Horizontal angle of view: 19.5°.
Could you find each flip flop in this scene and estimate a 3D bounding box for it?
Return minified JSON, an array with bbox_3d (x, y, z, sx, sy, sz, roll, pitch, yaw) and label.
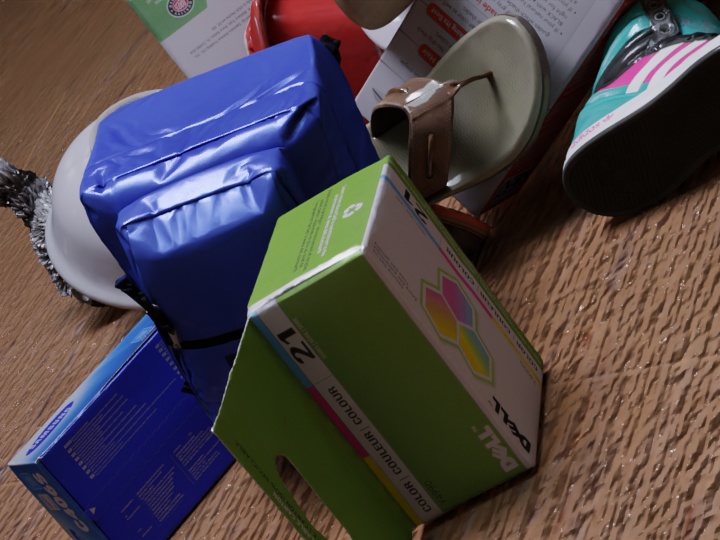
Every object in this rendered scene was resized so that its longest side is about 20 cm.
[{"bbox_3d":[0.030,-0.078,1.244,0.200,0.081,0.058,-32,-16,27],"label":"flip flop"}]

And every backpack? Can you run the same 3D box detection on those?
[{"bbox_3d":[-0.056,0.002,1.187,0.162,0.200,0.168,-17,31,16],"label":"backpack"}]

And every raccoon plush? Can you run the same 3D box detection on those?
[{"bbox_3d":[-0.226,-0.049,1.658,0.134,0.200,0.097,123,168,-59],"label":"raccoon plush"}]

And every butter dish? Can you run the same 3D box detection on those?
[{"bbox_3d":[0.008,-0.145,1.512,0.147,0.200,0.200,-10,25,10],"label":"butter dish"}]

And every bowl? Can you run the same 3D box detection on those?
[{"bbox_3d":[-0.145,-0.071,1.559,0.201,0.090,0.201,-5,43,4],"label":"bowl"}]

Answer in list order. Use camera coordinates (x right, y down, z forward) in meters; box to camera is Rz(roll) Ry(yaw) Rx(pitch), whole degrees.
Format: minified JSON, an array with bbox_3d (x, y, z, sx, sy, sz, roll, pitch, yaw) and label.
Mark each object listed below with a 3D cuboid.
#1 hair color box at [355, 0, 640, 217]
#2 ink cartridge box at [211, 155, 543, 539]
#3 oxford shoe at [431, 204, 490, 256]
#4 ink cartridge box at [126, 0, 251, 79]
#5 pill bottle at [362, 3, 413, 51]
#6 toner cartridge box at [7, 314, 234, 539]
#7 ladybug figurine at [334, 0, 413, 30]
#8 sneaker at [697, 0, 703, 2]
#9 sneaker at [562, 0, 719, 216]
[{"bbox_3d":[0.092,-0.145,1.270,0.064,0.111,0.200,-28,-23,-55],"label":"hair color box"},{"bbox_3d":[0.015,0.059,1.002,0.076,0.148,0.200,-30,21,21],"label":"ink cartridge box"},{"bbox_3d":[0.000,0.000,1.337,0.200,0.071,0.073,-10,67,43],"label":"oxford shoe"},{"bbox_3d":[-0.067,-0.189,1.671,0.145,0.200,0.088,-36,15,10],"label":"ink cartridge box"},{"bbox_3d":[0.093,-0.206,1.445,0.111,0.111,0.200,-22,-7,41],"label":"pill bottle"},{"bbox_3d":[-0.114,0.081,1.281,0.200,0.095,0.043,-49,20,-29],"label":"toner cartridge box"},{"bbox_3d":[0.003,-0.234,1.298,0.072,0.136,0.200,-20,44,10],"label":"ladybug figurine"},{"bbox_3d":[0.246,-0.245,1.409,0.199,0.076,0.114,-29,18,19],"label":"sneaker"},{"bbox_3d":[0.204,-0.117,1.178,0.200,0.084,0.121,-28,30,32],"label":"sneaker"}]
